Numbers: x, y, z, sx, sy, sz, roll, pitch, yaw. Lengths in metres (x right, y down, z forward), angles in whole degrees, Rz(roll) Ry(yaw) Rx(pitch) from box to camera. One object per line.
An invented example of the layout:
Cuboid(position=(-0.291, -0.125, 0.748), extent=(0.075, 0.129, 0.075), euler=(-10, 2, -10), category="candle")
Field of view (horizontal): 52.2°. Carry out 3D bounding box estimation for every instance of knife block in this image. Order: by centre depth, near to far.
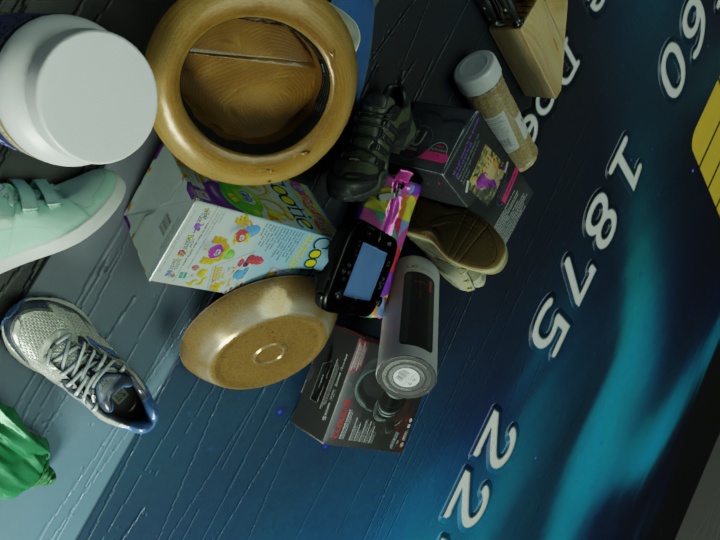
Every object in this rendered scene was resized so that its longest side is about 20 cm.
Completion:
Cuboid(position=(0.239, -0.360, 1.112), extent=(0.173, 0.063, 0.205), euler=(-18, 116, -39), category="knife block")

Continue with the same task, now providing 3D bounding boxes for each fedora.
Cuboid(position=(-0.101, -0.176, 0.663), extent=(0.197, 0.082, 0.204), euler=(-14, 126, -20), category="fedora")

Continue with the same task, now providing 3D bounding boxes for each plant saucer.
Cuboid(position=(-0.110, 0.084, 0.858), extent=(0.196, 0.036, 0.202), euler=(-20, 147, -13), category="plant saucer")

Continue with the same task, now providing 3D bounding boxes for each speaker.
Cuboid(position=(0.068, 0.072, 1.005), extent=(0.202, 0.079, 0.082), euler=(-80, 153, -50), category="speaker")

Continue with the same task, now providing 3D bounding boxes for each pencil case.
Cuboid(position=(0.019, -0.038, 0.990), extent=(0.087, 0.087, 0.204), euler=(12, 95, -45), category="pencil case")

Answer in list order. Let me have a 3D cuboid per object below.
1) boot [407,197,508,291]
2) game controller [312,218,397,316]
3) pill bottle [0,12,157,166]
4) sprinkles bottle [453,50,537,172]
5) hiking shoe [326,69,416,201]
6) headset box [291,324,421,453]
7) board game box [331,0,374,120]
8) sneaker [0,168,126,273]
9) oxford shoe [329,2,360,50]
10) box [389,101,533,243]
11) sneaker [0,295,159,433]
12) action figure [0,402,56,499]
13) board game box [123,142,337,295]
Cuboid(position=(0.151, -0.020, 1.044), extent=(0.073, 0.199, 0.155), euler=(-53, 135, -8), category="boot")
Cuboid(position=(0.000, 0.000, 0.856), extent=(0.106, 0.042, 0.200), euler=(-61, 164, 4), category="game controller")
Cuboid(position=(-0.252, -0.149, 0.602), extent=(0.114, 0.198, 0.118), euler=(-16, 114, -39), category="pill bottle")
Cuboid(position=(0.209, -0.237, 1.121), extent=(0.069, 0.068, 0.200), euler=(-54, 134, -16), category="sprinkles bottle")
Cuboid(position=(0.008, -0.170, 0.919), extent=(0.201, 0.074, 0.102), euler=(-58, 149, -41), category="hiking shoe")
Cuboid(position=(0.001, 0.169, 1.046), extent=(0.198, 0.076, 0.152), euler=(22, 88, -47), category="headset box")
Cuboid(position=(-0.028, -0.272, 0.866), extent=(0.200, 0.038, 0.162), euler=(48, 55, -76), category="board game box")
Cuboid(position=(-0.311, -0.073, 0.656), extent=(0.199, 0.073, 0.120), euler=(-33, 131, -29), category="sneaker")
Cuboid(position=(-0.081, -0.253, 0.708), extent=(0.197, 0.057, 0.077), euler=(15, 77, -30), category="oxford shoe")
Cuboid(position=(0.143, -0.132, 1.051), extent=(0.200, 0.121, 0.107), euler=(42, 75, -43), category="box")
Cuboid(position=(-0.272, 0.100, 0.747), extent=(0.078, 0.084, 0.201), euler=(-53, 132, -17), category="sneaker")
Cuboid(position=(-0.363, 0.164, 0.702), extent=(0.119, 0.054, 0.201), euler=(-54, 140, -19), category="action figure")
Cuboid(position=(-0.135, -0.046, 0.798), extent=(0.198, 0.104, 0.105), euler=(13, 123, -45), category="board game box")
